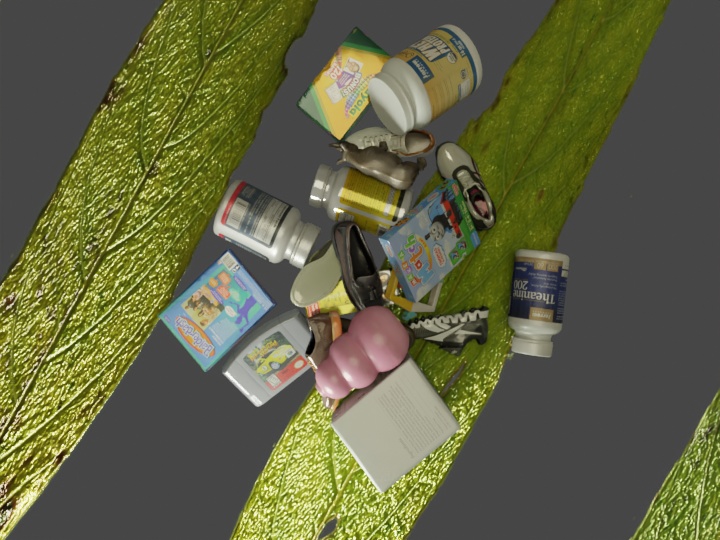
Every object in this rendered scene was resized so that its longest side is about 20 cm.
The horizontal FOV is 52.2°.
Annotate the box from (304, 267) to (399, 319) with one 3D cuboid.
[{"bbox_3d":[-0.019,0.049,1.506,0.194,0.050,0.077,-10,91,1],"label":"box"}]

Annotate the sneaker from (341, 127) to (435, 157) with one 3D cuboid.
[{"bbox_3d":[0.056,-0.261,1.493,0.194,0.085,0.075,-7,91,1],"label":"sneaker"}]

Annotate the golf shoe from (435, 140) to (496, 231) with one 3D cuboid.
[{"bbox_3d":[0.221,-0.177,1.491,0.076,0.088,0.203,-31,88,1],"label":"golf shoe"}]

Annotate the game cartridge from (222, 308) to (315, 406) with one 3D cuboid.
[{"bbox_3d":[-0.174,0.172,1.478,0.199,0.041,0.134,-38,116,4],"label":"game cartridge"}]

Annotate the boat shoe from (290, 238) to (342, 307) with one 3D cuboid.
[{"bbox_3d":[-0.073,-0.001,1.466,0.072,0.060,0.202,44,64,-9],"label":"boat shoe"}]

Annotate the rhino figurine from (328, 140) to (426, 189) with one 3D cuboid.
[{"bbox_3d":[0.027,-0.215,1.438,0.196,0.088,0.061,22,126,8],"label":"rhino figurine"}]

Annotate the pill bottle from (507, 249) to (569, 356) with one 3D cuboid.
[{"bbox_3d":[0.354,0.065,1.476,0.108,0.111,0.206,7,89,0],"label":"pill bottle"}]

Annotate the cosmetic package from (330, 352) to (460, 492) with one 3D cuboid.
[{"bbox_3d":[0.066,0.290,1.446,0.199,0.167,0.168,-38,90,-1],"label":"cosmetic package"}]

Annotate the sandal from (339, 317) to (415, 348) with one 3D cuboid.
[{"bbox_3d":[0.012,0.139,1.480,0.194,0.055,0.083,8,130,8],"label":"sandal"}]

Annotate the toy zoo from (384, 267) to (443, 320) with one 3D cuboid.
[{"bbox_3d":[0.119,0.002,1.483,0.129,0.020,0.205,16,91,-38],"label":"toy zoo"}]

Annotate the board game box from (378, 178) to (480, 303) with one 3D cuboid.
[{"bbox_3d":[0.140,-0.059,1.448,0.199,0.036,0.153,-40,121,-21],"label":"board game box"}]

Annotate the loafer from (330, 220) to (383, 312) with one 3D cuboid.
[{"bbox_3d":[0.000,0.000,1.434,0.071,0.063,0.204,-26,99,-29],"label":"loafer"}]

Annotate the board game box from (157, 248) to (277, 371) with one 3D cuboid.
[{"bbox_3d":[-0.292,0.081,1.509,0.199,0.045,0.153,-42,90,-1],"label":"board game box"}]

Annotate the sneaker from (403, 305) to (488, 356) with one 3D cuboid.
[{"bbox_3d":[0.172,0.132,1.498,0.194,0.066,0.093,-9,88,-2],"label":"sneaker"}]

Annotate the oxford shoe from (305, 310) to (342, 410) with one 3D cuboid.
[{"bbox_3d":[-0.076,0.181,1.457,0.071,0.071,0.206,-5,101,-18],"label":"oxford shoe"}]

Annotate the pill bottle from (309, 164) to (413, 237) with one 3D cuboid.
[{"bbox_3d":[0.001,-0.141,1.477,0.195,0.112,0.115,19,90,0],"label":"pill bottle"}]

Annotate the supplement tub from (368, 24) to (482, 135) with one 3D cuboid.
[{"bbox_3d":[0.126,-0.371,1.442,0.198,0.145,0.146,-36,90,-16],"label":"supplement tub"}]

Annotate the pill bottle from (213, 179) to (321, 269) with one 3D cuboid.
[{"bbox_3d":[-0.184,-0.086,1.474,0.196,0.120,0.122,27,90,0],"label":"pill bottle"}]

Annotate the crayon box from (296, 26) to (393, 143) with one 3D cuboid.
[{"bbox_3d":[-0.026,-0.375,1.505,0.118,0.058,0.201,38,90,0],"label":"crayon box"}]

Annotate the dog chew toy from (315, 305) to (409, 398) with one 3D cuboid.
[{"bbox_3d":[-0.003,0.162,1.383,0.199,0.125,0.125,-41,90,-5],"label":"dog chew toy"}]
